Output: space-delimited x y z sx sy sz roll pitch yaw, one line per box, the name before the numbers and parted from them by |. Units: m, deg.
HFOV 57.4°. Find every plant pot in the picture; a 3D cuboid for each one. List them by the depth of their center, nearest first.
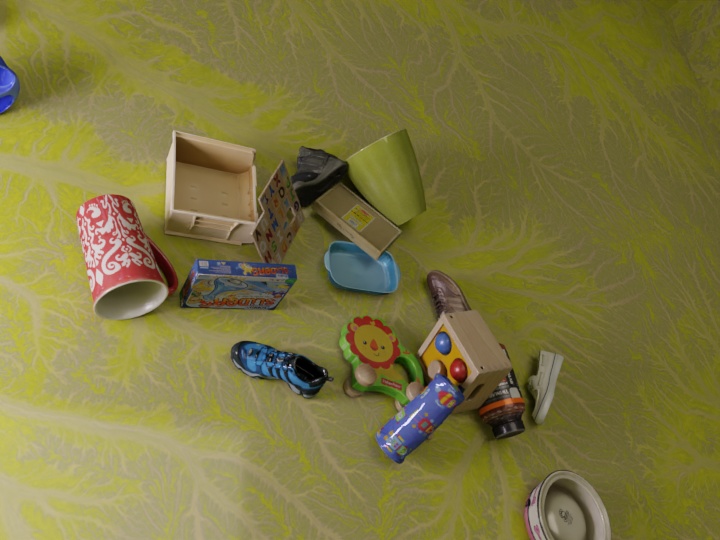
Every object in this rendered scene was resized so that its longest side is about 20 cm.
plant pot | 0.077 -0.216 1.631 0.187 0.187 0.201 -31 94 -40

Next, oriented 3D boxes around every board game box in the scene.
board game box | -0.240 0.031 1.291 0.198 0.135 0.035 3 59 -29

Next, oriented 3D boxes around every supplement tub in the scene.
supplement tub | 0.308 0.274 1.489 0.106 0.107 0.202 1 61 -31

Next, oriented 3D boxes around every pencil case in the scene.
pencil case | 0.120 0.291 1.318 0.078 0.200 0.087 42 6 -20

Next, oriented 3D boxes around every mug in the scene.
mug | -0.445 -0.021 1.231 0.132 0.178 0.201 -25 67 -2

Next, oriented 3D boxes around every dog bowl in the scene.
dog bowl | 0.442 0.543 1.422 0.198 0.074 0.202 15 55 -22

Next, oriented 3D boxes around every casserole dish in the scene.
casserole dish | 0.000 0.000 1.520 0.198 0.039 0.122 10 57 -27

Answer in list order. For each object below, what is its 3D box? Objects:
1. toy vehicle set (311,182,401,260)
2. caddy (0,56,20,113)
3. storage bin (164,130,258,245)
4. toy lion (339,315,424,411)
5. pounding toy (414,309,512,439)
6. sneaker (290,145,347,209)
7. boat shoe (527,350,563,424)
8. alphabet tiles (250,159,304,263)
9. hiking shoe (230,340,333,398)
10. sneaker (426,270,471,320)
toy vehicle set | -0.007 -0.121 1.569 0.200 0.027 0.124 39 39 6
caddy | -0.744 -0.343 1.219 0.199 0.142 0.105 -21 68 -38
storage bin | -0.312 -0.170 1.401 0.197 0.094 0.202 8 57 -27
toy lion | 0.046 0.191 1.419 0.199 0.069 0.193 23 45 -18
pounding toy | 0.200 0.225 1.422 0.141 0.201 0.185 -3 48 -32
sneaker | -0.138 -0.223 1.560 0.114 0.077 0.199 38 62 25
boat shoe | 0.438 0.282 1.599 0.066 0.074 0.201 19 48 15
alphabet tiles | -0.180 -0.110 1.420 0.007 0.168 0.201 4 47 21
hiking shoe | -0.153 0.178 1.281 0.199 0.087 0.075 24 51 -16
sneaker | 0.213 0.091 1.571 0.075 0.070 0.201 -28 77 -39
